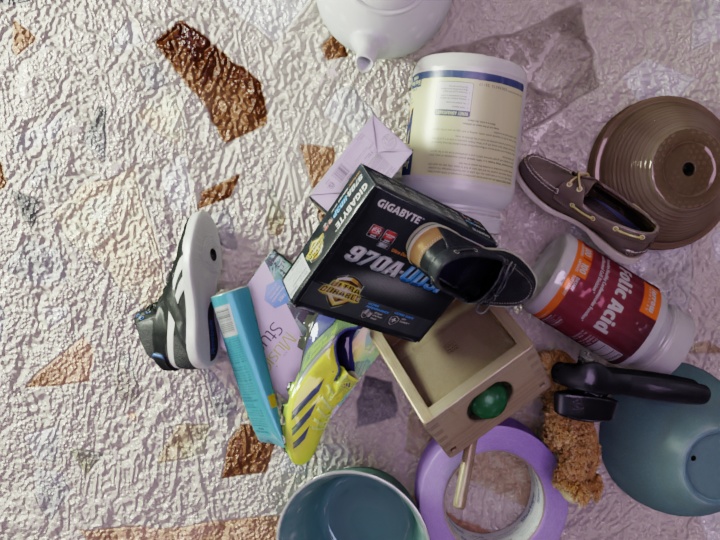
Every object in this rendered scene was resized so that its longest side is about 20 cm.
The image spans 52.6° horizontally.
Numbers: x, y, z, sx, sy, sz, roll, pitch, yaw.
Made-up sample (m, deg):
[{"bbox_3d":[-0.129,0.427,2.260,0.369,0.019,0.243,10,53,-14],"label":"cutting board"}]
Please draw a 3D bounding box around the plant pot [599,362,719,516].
[{"bbox_3d":[0.428,0.232,0.942,0.196,0.135,0.205,0,94,-1],"label":"plant pot"}]

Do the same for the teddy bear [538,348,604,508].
[{"bbox_3d":[0.275,0.199,0.932,0.144,0.066,0.204,26,56,-40],"label":"teddy bear"}]

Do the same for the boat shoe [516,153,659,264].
[{"bbox_3d":[0.287,-0.091,0.930,0.199,0.060,0.072,41,56,14],"label":"boat shoe"}]

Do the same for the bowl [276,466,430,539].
[{"bbox_3d":[0.001,0.337,0.938,0.197,0.105,0.205,1,96,13],"label":"bowl"}]

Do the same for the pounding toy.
[{"bbox_3d":[0.127,0.142,0.902,0.183,0.201,0.143,-35,137,1],"label":"pounding toy"}]

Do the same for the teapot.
[{"bbox_3d":[0.032,-0.368,0.890,0.195,0.146,0.202,-31,93,0],"label":"teapot"}]

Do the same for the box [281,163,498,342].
[{"bbox_3d":[0.034,-0.010,0.802,0.198,0.046,0.160,20,116,-39],"label":"box"}]

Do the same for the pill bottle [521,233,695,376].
[{"bbox_3d":[0.318,0.050,0.938,0.198,0.114,0.116,30,92,-3],"label":"pill bottle"}]

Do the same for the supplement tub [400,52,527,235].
[{"bbox_3d":[0.126,-0.152,0.906,0.142,0.145,0.204,7,93,-2],"label":"supplement tub"}]

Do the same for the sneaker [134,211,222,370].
[{"bbox_3d":[-0.243,0.027,0.942,0.110,0.073,0.204,-7,76,22],"label":"sneaker"}]

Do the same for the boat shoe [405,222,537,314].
[{"bbox_3d":[0.131,0.008,0.792,0.198,0.063,0.075,22,113,-41],"label":"boat shoe"}]

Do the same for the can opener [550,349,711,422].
[{"bbox_3d":[0.327,0.140,0.890,0.196,0.063,0.080,2,104,-9],"label":"can opener"}]

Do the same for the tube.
[{"bbox_3d":[-0.139,0.124,0.921,0.050,0.077,0.204,-15,91,-26],"label":"tube"}]

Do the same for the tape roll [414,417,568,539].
[{"bbox_3d":[0.172,0.299,0.973,0.196,0.066,0.205,0,94,-2],"label":"tape roll"}]

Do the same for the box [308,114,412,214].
[{"bbox_3d":[-0.003,-0.110,0.877,0.060,0.200,0.117,39,90,-4],"label":"box"}]

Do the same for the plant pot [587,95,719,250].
[{"bbox_3d":[0.404,-0.127,0.943,0.196,0.093,0.205,0,94,-2],"label":"plant pot"}]

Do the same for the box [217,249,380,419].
[{"bbox_3d":[-0.082,0.091,0.968,0.199,0.036,0.145,38,92,-5],"label":"box"}]

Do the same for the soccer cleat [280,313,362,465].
[{"bbox_3d":[-0.047,0.151,0.918,0.082,0.065,0.204,12,91,17],"label":"soccer cleat"}]
